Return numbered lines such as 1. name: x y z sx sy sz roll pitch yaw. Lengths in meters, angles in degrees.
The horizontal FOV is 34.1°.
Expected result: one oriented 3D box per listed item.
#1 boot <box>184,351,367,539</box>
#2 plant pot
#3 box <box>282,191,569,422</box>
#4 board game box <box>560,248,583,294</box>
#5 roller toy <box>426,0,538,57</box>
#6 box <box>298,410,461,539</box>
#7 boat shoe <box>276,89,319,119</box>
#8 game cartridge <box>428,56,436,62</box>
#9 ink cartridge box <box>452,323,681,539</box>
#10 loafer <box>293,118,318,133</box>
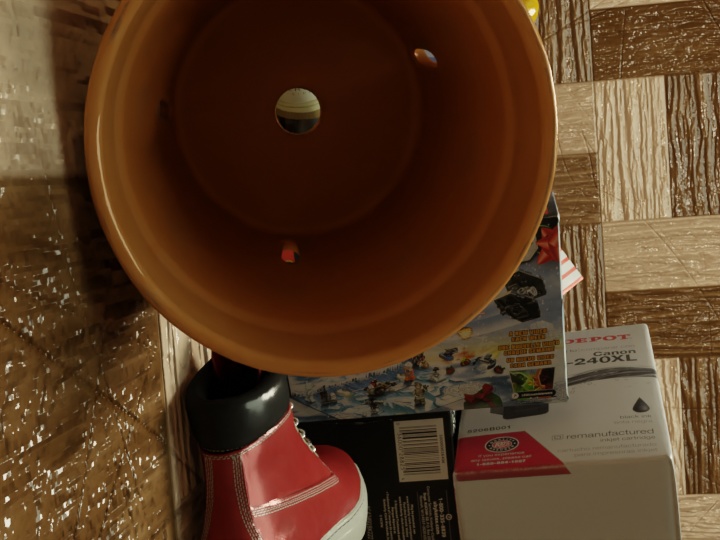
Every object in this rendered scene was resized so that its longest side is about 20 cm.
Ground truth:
1. boot: -0.045 0.095 0.675 0.200 0.072 0.146 -33 118 -76
2. plant pot: -0.023 -0.069 0.548 0.140 0.198 0.202 -121 -156 -73
3. box: 0.033 0.027 0.768 0.040 0.198 0.138 -84 168 -62
4. board game box: 0.106 -0.004 1.168 0.046 0.200 0.152 -31 83 -39
5. roller toy: 0.073 -0.211 1.152 0.183 0.198 0.141 -75 159 -47
6. box: 0.025 0.156 0.912 0.200 0.123 0.150 -40 126 -79
7. boat shoe: -0.033 -0.206 0.845 0.067 0.073 0.202 82 9 -59
8. game cartridge: 0.041 -0.101 1.086 0.042 0.132 0.202 -43 134 -43
9. ink cartridge box: 0.146 0.121 0.846 0.200 0.144 0.084 -71 152 -66
10. loafer: -0.015 -0.143 0.941 0.201 0.071 0.063 -75 161 -58
